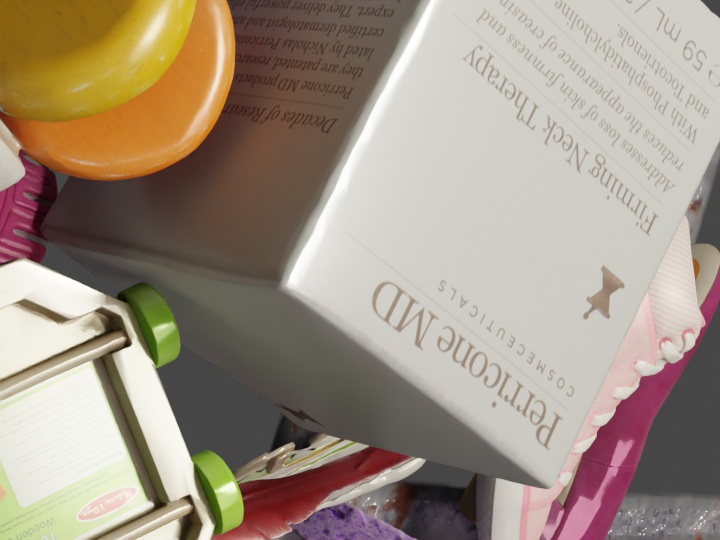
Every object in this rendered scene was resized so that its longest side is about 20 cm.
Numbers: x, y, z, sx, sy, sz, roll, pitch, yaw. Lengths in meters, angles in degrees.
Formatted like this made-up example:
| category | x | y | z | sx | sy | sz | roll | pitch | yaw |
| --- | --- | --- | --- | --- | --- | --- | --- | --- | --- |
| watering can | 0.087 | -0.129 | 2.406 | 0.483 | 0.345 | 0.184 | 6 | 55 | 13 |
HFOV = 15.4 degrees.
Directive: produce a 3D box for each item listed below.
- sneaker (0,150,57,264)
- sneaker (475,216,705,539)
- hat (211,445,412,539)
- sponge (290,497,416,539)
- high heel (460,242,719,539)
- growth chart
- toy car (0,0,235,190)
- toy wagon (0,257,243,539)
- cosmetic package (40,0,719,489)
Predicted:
| category | x | y | z | sx | sy | sz | roll | pitch | yaw |
| --- | --- | --- | --- | --- | --- | --- | --- | --- | --- |
| sneaker | -0.187 | 0.017 | 1.049 | 0.081 | 0.088 | 0.201 | 31 | 62 | -21 |
| sneaker | 0.118 | 0.055 | 1.332 | 0.104 | 0.075 | 0.202 | 9 | 90 | -6 |
| hat | -0.114 | 0.100 | 1.112 | 0.199 | 0.165 | 0.177 | 32 | 70 | -29 |
| sponge | 0.060 | 0.170 | 1.341 | 0.200 | 0.111 | 0.030 | 34 | 81 | -48 |
| high heel | 0.140 | 0.082 | 1.414 | 0.200 | 0.067 | 0.096 | -54 | 133 | -10 |
| growth chart | -0.007 | 0.085 | 1.223 | 0.199 | 0.018 | 0.145 | -22 | 162 | -21 |
| toy car | -0.122 | -0.114 | 0.979 | 0.175 | 0.200 | 0.150 | -41 | 151 | -3 |
| toy wagon | -0.120 | 0.101 | 0.990 | 0.154 | 0.040 | 0.201 | -24 | 97 | -25 |
| cosmetic package | 0.016 | -0.049 | 1.052 | 0.167 | 0.166 | 0.201 | 38 | 73 | -37 |
